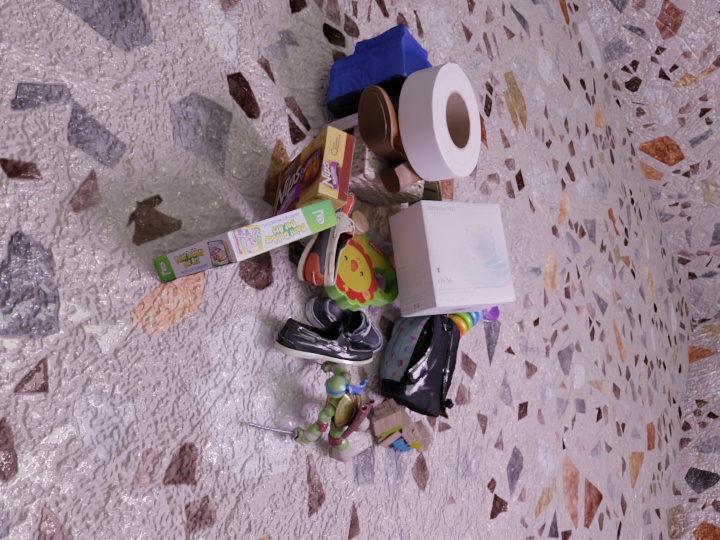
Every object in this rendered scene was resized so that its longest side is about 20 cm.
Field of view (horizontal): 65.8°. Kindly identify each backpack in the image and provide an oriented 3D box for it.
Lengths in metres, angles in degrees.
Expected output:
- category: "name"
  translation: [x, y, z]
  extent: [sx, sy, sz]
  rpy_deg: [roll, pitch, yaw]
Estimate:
- category: "backpack"
  translation: [0.123, 0.181, 1.145]
  extent: [0.167, 0.126, 0.202]
  rpy_deg: [36, 65, -40]
- category: "backpack"
  translation: [0.039, -0.372, 1.110]
  extent: [0.162, 0.198, 0.170]
  rpy_deg: [30, 56, -48]

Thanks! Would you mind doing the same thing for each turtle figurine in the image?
- category: "turtle figurine"
  translation: [-0.066, 0.235, 0.969]
  extent: [0.145, 0.198, 0.195]
  rpy_deg: [-97, 172, -47]

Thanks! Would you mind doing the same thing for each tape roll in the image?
- category: "tape roll"
  translation: [0.149, -0.268, 1.014]
  extent: [0.202, 0.070, 0.205]
  rpy_deg: [3, 86, -54]

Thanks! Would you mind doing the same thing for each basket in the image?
- category: "basket"
  translation: [0.028, -0.215, 1.118]
  extent: [0.199, 0.135, 0.125]
  rpy_deg: [15, 75, -45]

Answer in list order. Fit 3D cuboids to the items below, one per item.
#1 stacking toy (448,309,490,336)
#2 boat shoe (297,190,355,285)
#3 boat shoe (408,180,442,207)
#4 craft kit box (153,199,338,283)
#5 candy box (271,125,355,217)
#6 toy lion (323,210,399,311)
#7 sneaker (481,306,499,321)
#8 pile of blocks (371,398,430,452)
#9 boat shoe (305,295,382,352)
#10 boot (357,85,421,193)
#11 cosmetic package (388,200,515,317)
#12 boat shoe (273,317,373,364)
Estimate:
- category: "stacking toy"
  translation: [0.236, 0.125, 1.329]
  extent: [0.200, 0.085, 0.086]
  rpy_deg: [-45, 115, -35]
- category: "boat shoe"
  translation: [-0.043, -0.059, 0.951]
  extent: [0.071, 0.062, 0.201]
  rpy_deg: [76, 30, -51]
- category: "boat shoe"
  translation: [0.147, -0.119, 1.210]
  extent: [0.068, 0.074, 0.202]
  rpy_deg: [-49, 142, -63]
- category: "craft kit box"
  translation: [-0.167, -0.043, 0.818]
  extent: [0.199, 0.196, 0.049]
  rpy_deg: [-27, 103, -48]
- category: "candy box"
  translation: [-0.083, -0.141, 0.925]
  extent: [0.056, 0.199, 0.118]
  rpy_deg: [17, 70, -28]
- category: "toy lion"
  translation: [0.000, 0.000, 1.055]
  extent: [0.200, 0.068, 0.193]
  rpy_deg: [40, 42, -28]
- category: "sneaker"
  translation: [0.321, 0.044, 1.424]
  extent: [0.081, 0.088, 0.201]
  rpy_deg: [-46, 117, -44]
- category: "pile of blocks"
  translation: [0.072, 0.315, 1.129]
  extent: [0.200, 0.082, 0.062]
  rpy_deg: [48, 7, -42]
- category: "boat shoe"
  translation: [-0.013, 0.104, 1.056]
  extent: [0.200, 0.067, 0.072]
  rpy_deg: [39, 56, -36]
- category: "boot"
  translation: [0.075, -0.260, 1.027]
  extent: [0.155, 0.073, 0.202]
  rpy_deg: [-43, 128, -39]
- category: "cosmetic package"
  translation: [0.178, -0.023, 1.088]
  extent: [0.198, 0.123, 0.202]
  rpy_deg: [-2, 78, -30]
- category: "boat shoe"
  translation: [-0.053, 0.119, 0.974]
  extent: [0.198, 0.074, 0.067]
  rpy_deg: [13, 96, -30]
